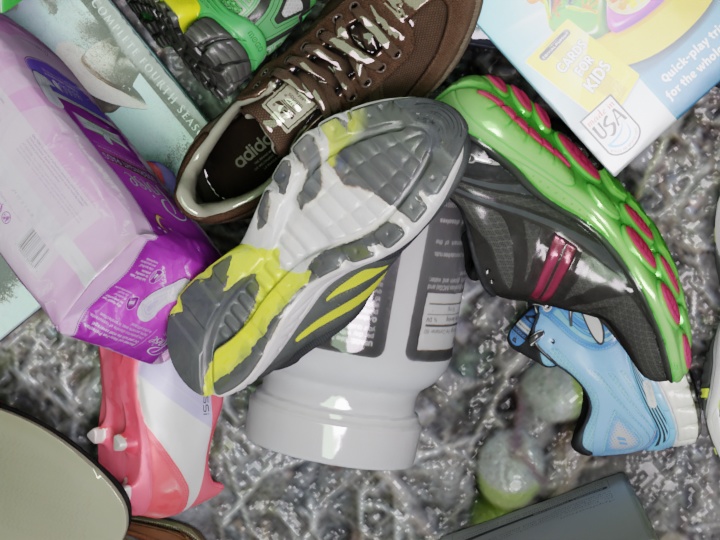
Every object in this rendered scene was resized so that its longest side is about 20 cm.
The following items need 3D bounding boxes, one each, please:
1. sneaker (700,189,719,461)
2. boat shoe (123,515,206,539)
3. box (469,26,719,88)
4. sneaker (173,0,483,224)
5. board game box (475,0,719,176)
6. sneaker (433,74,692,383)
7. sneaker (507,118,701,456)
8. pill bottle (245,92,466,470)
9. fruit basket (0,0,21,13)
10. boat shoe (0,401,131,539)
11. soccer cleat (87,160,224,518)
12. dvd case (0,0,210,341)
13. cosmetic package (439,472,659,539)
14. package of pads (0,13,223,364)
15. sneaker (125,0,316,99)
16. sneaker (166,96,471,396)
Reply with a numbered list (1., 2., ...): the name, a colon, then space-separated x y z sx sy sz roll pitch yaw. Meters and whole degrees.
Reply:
1. sneaker: 0.232 0.038 1.589 0.075 0.076 0.200 -5 91 -26
2. boat shoe: -0.183 0.162 1.635 0.200 0.068 0.072 -1 98 3
3. box: 0.125 -0.184 1.572 0.200 0.104 0.148 10 97 1
4. sneaker: -0.016 -0.088 1.479 0.070 0.076 0.200 46 117 1
5. board game box: 0.117 -0.172 1.497 0.151 0.047 0.200 -43 94 5
6. sneaker: 0.099 -0.015 1.531 0.084 0.077 0.200 -38 104 23
7. sneaker: 0.117 0.013 1.609 0.090 0.078 0.200 -20 95 7
8. pill bottle: 0.000 0.000 1.589 0.116 0.116 0.200 11 96 0
9. fruit basket: -0.220 -0.225 1.520 0.200 0.094 0.185 36 54 22
10. boat shoe: -0.210 0.098 1.612 0.201 0.063 0.074 21 106 14
11. soccer cleat: -0.108 0.038 1.621 0.076 0.067 0.200 -5 101 -39
12. dvd case: -0.192 -0.060 1.635 0.200 0.022 0.146 -38 94 4
13. cosmetic package: 0.130 0.234 1.570 0.123 0.200 0.200 -20 96 4
14. package of pads: -0.161 -0.049 1.527 0.076 0.120 0.200 -45 64 11
15. sneaker: -0.081 -0.158 1.548 0.085 0.200 0.078 -36 128 -8
16. sneaker: -0.016 -0.017 1.485 0.200 0.085 0.075 -42 76 22
